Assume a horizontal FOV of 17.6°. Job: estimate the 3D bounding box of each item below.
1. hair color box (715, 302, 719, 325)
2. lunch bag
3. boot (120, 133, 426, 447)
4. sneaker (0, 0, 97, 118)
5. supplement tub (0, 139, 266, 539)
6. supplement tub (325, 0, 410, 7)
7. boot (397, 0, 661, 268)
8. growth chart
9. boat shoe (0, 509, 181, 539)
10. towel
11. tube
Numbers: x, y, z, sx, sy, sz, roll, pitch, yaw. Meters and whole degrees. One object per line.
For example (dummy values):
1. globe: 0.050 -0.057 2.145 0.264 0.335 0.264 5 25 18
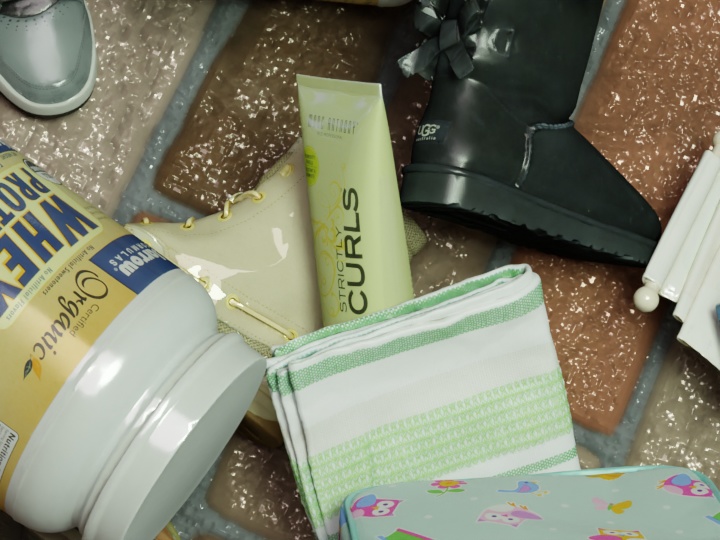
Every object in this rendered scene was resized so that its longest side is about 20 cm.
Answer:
1. hair color box: 0.298 0.019 1.220 0.199 0.100 0.061 -5 70 -31
2. lunch bag: 0.090 0.151 1.107 0.199 0.160 0.078 -1 105 -6
3. boot: -0.078 -0.024 1.235 0.200 0.073 0.156 38 74 -1
4. sneaker: -0.189 -0.191 1.251 0.083 0.121 0.201 -18 76 -12
5. supplement tub: -0.159 0.035 1.116 0.200 0.145 0.145 35 72 8
6. supplement tub: -0.028 -0.220 1.266 0.199 0.145 0.146 5 72 -5
7. boot: 0.102 -0.095 1.224 0.198 0.073 0.163 17 82 -42
8. growth chart: 0.239 0.028 1.258 0.200 0.018 0.145 43 59 -5
9. boat shoe: -0.178 0.107 1.196 0.200 0.072 0.068 41 47 12
10. towel: 0.044 0.110 1.179 0.148 0.031 0.201 -18 110 -10
11. tube: 0.000 0.000 1.186 0.058 0.052 0.201 -3 105 15
